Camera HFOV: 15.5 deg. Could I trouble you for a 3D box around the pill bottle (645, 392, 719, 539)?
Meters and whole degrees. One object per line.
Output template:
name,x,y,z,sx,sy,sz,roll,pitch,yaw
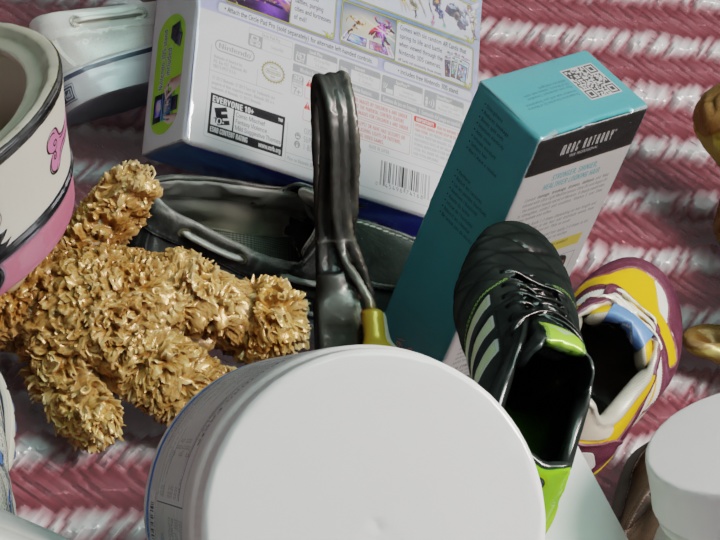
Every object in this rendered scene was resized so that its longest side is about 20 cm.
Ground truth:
pill bottle,0.199,0.163,1.236,0.113,0.201,0.113,-13,25,6

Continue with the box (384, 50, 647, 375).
box,0.071,-0.014,1.357,0.082,0.200,0.049,-18,53,-41

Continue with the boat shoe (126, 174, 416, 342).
boat shoe,-0.032,-0.009,1.394,0.199,0.071,0.072,4,48,-26

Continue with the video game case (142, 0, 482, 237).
video game case,-0.021,-0.127,1.446,0.199,0.045,0.182,17,71,-37

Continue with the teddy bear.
teddy bear,-0.121,0.020,1.300,0.200,0.067,0.145,37,77,-1

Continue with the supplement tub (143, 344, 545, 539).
supplement tub,-0.012,0.096,1.027,0.131,0.200,0.133,1,87,-11

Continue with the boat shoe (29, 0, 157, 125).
boat shoe,-0.100,-0.146,1.479,0.201,0.075,0.086,-19,83,-33

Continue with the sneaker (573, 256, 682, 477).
sneaker,0.139,0.043,1.425,0.075,0.090,0.200,31,42,1

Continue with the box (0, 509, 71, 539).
box,-0.191,0.177,0.998,0.198,0.171,0.201,23,82,-8

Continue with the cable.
cable,0.000,0.000,1.339,0.050,0.097,0.201,-1,91,-5

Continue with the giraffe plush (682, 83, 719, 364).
giraffe plush,0.261,-0.004,1.507,0.200,0.172,0.162,57,43,-20

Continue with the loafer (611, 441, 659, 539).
loafer,0.155,0.148,1.345,0.073,0.071,0.200,22,45,-9

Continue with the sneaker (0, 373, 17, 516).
sneaker,-0.192,0.078,1.195,0.077,0.085,0.200,-18,55,-9

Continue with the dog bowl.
dog bowl,-0.223,-0.036,1.248,0.199,0.074,0.200,-14,30,9

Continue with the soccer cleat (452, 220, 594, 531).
soccer cleat,0.080,0.041,1.215,0.067,0.081,0.200,20,43,-13

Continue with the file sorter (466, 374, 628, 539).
file sorter,0.044,0.166,1.229,0.138,0.125,0.200,-4,53,-33
